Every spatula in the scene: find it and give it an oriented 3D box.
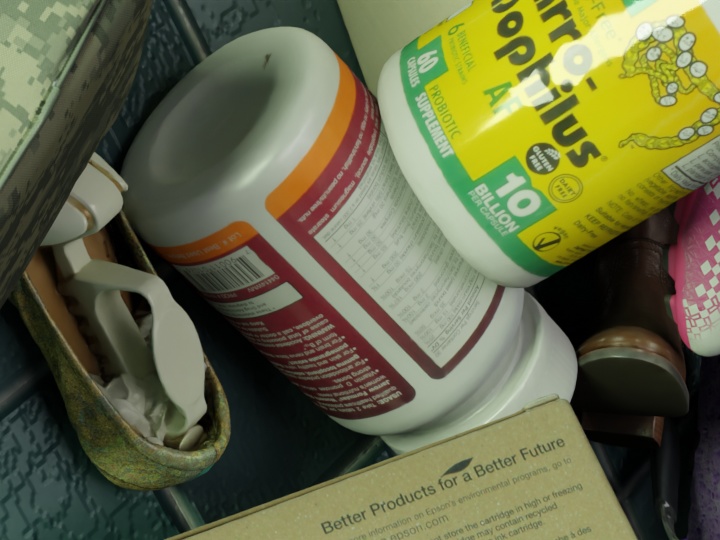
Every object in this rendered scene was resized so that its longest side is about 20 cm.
[{"bbox_3d":[0.155,0.125,1.056,0.057,0.021,0.200,58,15,-26],"label":"spatula"}]

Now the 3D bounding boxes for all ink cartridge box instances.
[{"bbox_3d":[0.021,0.162,0.842,0.200,0.075,0.165,-18,67,-17],"label":"ink cartridge box"}]

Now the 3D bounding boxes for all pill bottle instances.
[{"bbox_3d":[0.000,0.000,0.916,0.200,0.109,0.110,46,55,-32],"label":"pill bottle"},{"bbox_3d":[0.116,-0.087,0.859,0.113,0.200,0.113,47,23,-28],"label":"pill bottle"}]

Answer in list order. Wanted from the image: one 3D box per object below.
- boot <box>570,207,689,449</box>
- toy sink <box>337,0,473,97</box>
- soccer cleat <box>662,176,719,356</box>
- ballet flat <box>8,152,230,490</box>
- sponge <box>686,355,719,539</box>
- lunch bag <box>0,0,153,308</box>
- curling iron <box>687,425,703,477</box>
[{"bbox_3d":[0.134,-0.026,1.045,0.186,0.064,0.201,76,22,-77],"label":"boot"},{"bbox_3d":[0.066,-0.157,0.992,0.112,0.130,0.200,-31,105,-44],"label":"toy sink"},{"bbox_3d":[0.187,-0.050,0.928,0.070,0.086,0.201,-19,122,-58],"label":"soccer cleat"},{"bbox_3d":[-0.107,-0.003,0.839,0.071,0.071,0.200,-41,112,-41],"label":"ballet flat"},{"bbox_3d":[0.202,0.129,1.090,0.030,0.112,0.201,8,82,-20],"label":"sponge"},{"bbox_3d":[-0.179,-0.061,0.722,0.167,0.139,0.200,28,61,-1],"label":"lunch bag"},{"bbox_3d":[0.222,0.031,1.194,0.050,0.026,0.200,50,53,-32],"label":"curling iron"}]
